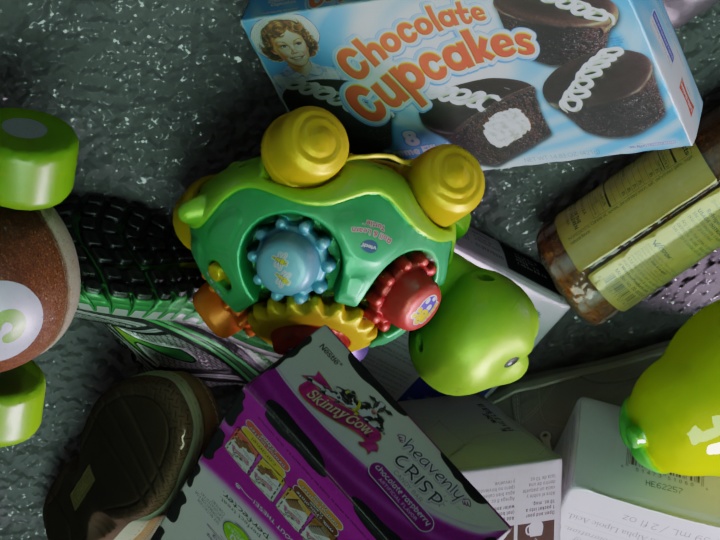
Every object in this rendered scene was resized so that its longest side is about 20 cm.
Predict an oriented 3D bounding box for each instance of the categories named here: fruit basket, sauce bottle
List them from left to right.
[{"bbox_3d":[0.187,-0.048,1.476,0.200,0.066,0.066,-33,125,16],"label":"sauce bottle"},{"bbox_3d":[0.241,0.053,1.475,0.216,0.216,0.155,-39,124,18],"label":"fruit basket"}]

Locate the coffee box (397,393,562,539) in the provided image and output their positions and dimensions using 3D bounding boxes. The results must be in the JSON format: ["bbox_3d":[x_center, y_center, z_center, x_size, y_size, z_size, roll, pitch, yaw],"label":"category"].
[{"bbox_3d":[0.048,0.179,1.507,0.080,0.114,0.200,-6,107,-19],"label":"coffee box"}]

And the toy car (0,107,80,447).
[{"bbox_3d":[-0.246,0.011,1.337,0.158,0.200,0.164,25,120,25],"label":"toy car"}]

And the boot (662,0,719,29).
[{"bbox_3d":[0.190,-0.151,1.396,0.200,0.073,0.182,-37,111,9],"label":"boot"}]

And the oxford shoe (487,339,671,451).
[{"bbox_3d":[0.123,0.093,1.577,0.200,0.058,0.075,-19,132,7],"label":"oxford shoe"}]

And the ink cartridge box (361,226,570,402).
[{"bbox_3d":[0.016,0.060,1.546,0.095,0.037,0.200,27,115,-28],"label":"ink cartridge box"}]

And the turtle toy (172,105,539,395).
[{"bbox_3d":[0.000,0.000,1.409,0.200,0.101,0.146,15,157,-23],"label":"turtle toy"}]

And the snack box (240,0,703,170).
[{"bbox_3d":[0.054,-0.102,1.381,0.200,0.037,0.116,-6,132,27],"label":"snack box"}]

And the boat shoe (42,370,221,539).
[{"bbox_3d":[-0.107,0.102,1.514,0.076,0.072,0.200,-9,162,-28],"label":"boat shoe"}]

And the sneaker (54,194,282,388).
[{"bbox_3d":[-0.108,0.025,1.470,0.200,0.078,0.085,18,124,-21],"label":"sneaker"}]

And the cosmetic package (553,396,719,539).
[{"bbox_3d":[0.134,0.167,1.562,0.102,0.074,0.200,16,134,-3],"label":"cosmetic package"}]

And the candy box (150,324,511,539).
[{"bbox_3d":[-0.020,0.133,1.404,0.061,0.136,0.200,-37,169,-33],"label":"candy box"}]
